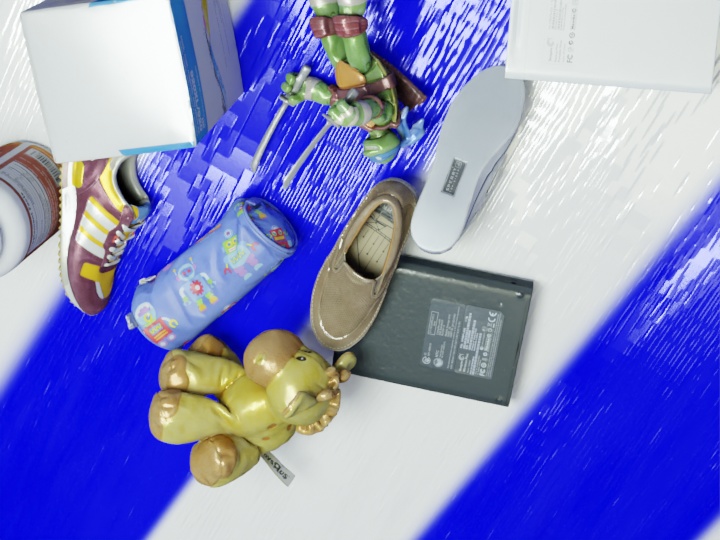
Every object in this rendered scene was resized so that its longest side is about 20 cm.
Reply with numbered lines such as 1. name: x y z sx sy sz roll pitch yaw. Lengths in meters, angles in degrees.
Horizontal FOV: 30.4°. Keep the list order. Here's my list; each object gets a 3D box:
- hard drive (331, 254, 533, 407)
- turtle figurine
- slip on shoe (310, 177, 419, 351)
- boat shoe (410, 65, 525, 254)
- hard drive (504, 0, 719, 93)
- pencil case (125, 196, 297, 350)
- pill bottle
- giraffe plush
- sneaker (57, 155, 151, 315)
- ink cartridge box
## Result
1. hard drive: 0.075 0.060 1.423 0.198 0.033 0.141 11 111 5
2. turtle figurine: -0.041 -0.187 1.297 0.198 0.144 0.196 -9 104 9
3. slip on shoe: 0.000 0.000 1.363 0.076 0.061 0.201 30 113 2
4. boat shoe: 0.106 -0.111 1.340 0.073 0.065 0.201 29 91 10
5. hard drive: 0.244 -0.245 1.279 0.198 0.027 0.133 6 100 8
6. pencil case: -0.161 0.003 1.418 0.200 0.078 0.087 -39 92 19
7. pill bottle: -0.380 -0.056 1.367 0.111 0.200 0.113 3 110 9
8. giraffe plush: -0.096 0.131 1.381 0.199 0.174 0.162 35 131 -23
9. sneaker: -0.270 -0.044 1.421 0.089 0.075 0.202 6 111 13
10. ink cartridge box: -0.213 -0.207 1.287 0.146 0.200 0.146 -6 111 11
